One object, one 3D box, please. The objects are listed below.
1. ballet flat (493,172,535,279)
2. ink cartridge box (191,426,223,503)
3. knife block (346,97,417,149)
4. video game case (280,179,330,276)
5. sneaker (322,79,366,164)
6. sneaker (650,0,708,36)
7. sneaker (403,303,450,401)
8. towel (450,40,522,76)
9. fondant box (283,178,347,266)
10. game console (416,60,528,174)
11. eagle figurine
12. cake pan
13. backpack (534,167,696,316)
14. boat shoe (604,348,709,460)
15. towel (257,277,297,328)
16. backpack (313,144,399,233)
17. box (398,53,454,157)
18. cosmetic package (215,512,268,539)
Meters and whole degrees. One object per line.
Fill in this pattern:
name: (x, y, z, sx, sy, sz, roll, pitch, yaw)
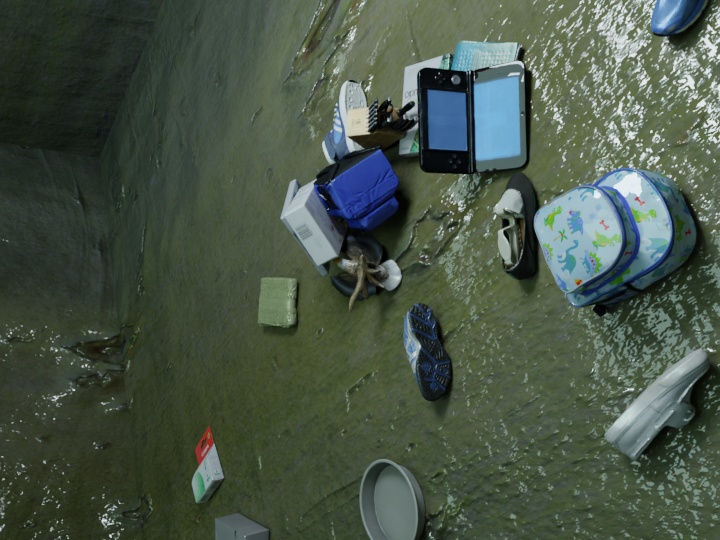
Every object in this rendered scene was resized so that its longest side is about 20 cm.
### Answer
ballet flat: (0.278, -0.084, 1.174, 0.068, 0.068, 0.201, -16, 73, 52)
ink cartridge box: (-0.534, 0.659, 2.220, 0.161, 0.050, 0.200, -56, 48, 34)
knife block: (0.066, -0.323, 1.458, 0.175, 0.200, 0.064, 0, 84, 24)
video game case: (-0.126, -0.106, 1.588, 0.022, 0.182, 0.200, -26, 28, 17)
sneaker: (-0.054, -0.362, 1.646, 0.146, 0.080, 0.201, -12, 82, 48)
sneaker: (0.464, -0.442, 0.942, 0.079, 0.089, 0.200, 36, 115, 50)
sneaker: (0.134, 0.172, 1.355, 0.077, 0.075, 0.201, 128, 137, -68)
towel: (0.230, -0.347, 1.285, 0.146, 0.022, 0.201, 20, 104, 39)
fondant box: (-0.100, -0.117, 1.541, 0.058, 0.144, 0.200, -27, 19, 18)
game console: (0.206, -0.287, 1.221, 0.119, 0.172, 0.201, 178, 91, -68)
eagle figurine: (-0.006, -0.005, 1.532, 0.152, 0.151, 0.200, -36, 10, -1)
cake pan: (0.070, 0.512, 1.418, 0.200, 0.037, 0.201, -8, 80, 53)
backpack: (0.375, -0.052, 0.974, 0.200, 0.147, 0.183, -37, 60, 42)
boat shoe: (0.436, 0.198, 0.935, 0.069, 0.072, 0.200, 44, 117, 21)
towel: (-0.240, 0.091, 1.889, 0.200, 0.036, 0.149, -5, 82, 54)
backpack: (-0.016, -0.179, 1.490, 0.168, 0.162, 0.200, 64, 167, -17)
box: (0.146, -0.352, 1.411, 0.144, 0.036, 0.201, 4, 91, 54)
cosmetic package: (-0.350, 0.796, 1.922, 0.200, 0.090, 0.107, -7, 83, 50)
